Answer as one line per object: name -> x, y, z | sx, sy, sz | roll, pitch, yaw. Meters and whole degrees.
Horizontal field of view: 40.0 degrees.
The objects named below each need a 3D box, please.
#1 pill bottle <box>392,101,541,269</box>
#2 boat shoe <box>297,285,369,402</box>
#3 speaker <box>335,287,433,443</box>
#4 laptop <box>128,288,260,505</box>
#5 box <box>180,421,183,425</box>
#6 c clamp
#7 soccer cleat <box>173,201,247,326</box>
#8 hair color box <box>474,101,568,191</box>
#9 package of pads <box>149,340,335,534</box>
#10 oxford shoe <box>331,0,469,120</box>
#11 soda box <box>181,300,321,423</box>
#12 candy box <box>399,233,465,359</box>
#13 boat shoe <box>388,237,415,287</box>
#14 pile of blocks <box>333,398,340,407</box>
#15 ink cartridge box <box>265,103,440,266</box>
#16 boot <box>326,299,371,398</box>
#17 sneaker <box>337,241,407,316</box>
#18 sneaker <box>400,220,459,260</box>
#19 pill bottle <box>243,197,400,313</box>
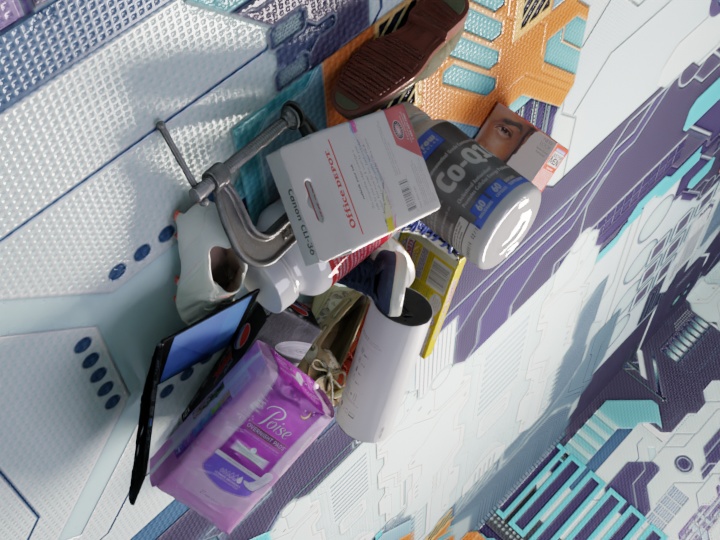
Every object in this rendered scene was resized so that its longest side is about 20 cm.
pill bottle -> 0.103, -0.104, 1.154 | 0.113, 0.199, 0.115 | -39, 154, -23
boat shoe -> -0.043, 0.096, 1.242 | 0.074, 0.062, 0.202 | 64, 33, -44
speaker -> 0.028, 0.119, 1.249 | 0.081, 0.081, 0.202 | -24, 140, -45
laptop -> -0.178, 0.137, 1.045 | 0.101, 0.204, 0.178 | 8, 156, -13
box -> -0.146, 0.149, 1.285 | 0.201, 0.021, 0.163 | -55, 155, 9
c clamp -> -0.092, -0.099, 0.958 | 0.200, 0.027, 0.173 | -40, 117, -45
soccer cleat -> -0.152, 0.013, 1.020 | 0.069, 0.077, 0.202 | -36, 152, -28
hair color box -> 0.188, -0.118, 1.391 | 0.202, 0.111, 0.064 | -57, 155, 12
package of pads -> -0.134, 0.193, 1.129 | 0.200, 0.076, 0.120 | -47, 120, 5
oxford shoe -> 0.047, -0.217, 1.062 | 0.200, 0.071, 0.074 | -42, 157, -20
soda box -> -0.132, 0.123, 1.179 | 0.070, 0.063, 0.201 | 30, 101, -24
candy box -> 0.085, 0.027, 1.421 | 0.026, 0.102, 0.202 | -28, 147, -39
boat shoe -> 0.028, 0.017, 1.347 | 0.069, 0.071, 0.201 | -42, 156, -18
pile of blocks -> -0.057, 0.167, 1.442 | 0.198, 0.084, 0.062 | -7, 175, -45
ink cartridge box -> -0.016, -0.081, 0.970 | 0.067, 0.118, 0.199 | -16, -173, 41
boot -> 0.004, 0.106, 1.328 | 0.200, 0.075, 0.108 | -46, -171, 52
sneaker -> 0.000, 0.000, 1.161 | 0.083, 0.200, 0.076 | 7, 103, -13
sneaker -> 0.095, -0.073, 1.286 | 0.198, 0.115, 0.081 | -6, 130, -58
pill bottle -> -0.042, -0.046, 1.090 | 0.199, 0.112, 0.113 | -39, 153, -25
